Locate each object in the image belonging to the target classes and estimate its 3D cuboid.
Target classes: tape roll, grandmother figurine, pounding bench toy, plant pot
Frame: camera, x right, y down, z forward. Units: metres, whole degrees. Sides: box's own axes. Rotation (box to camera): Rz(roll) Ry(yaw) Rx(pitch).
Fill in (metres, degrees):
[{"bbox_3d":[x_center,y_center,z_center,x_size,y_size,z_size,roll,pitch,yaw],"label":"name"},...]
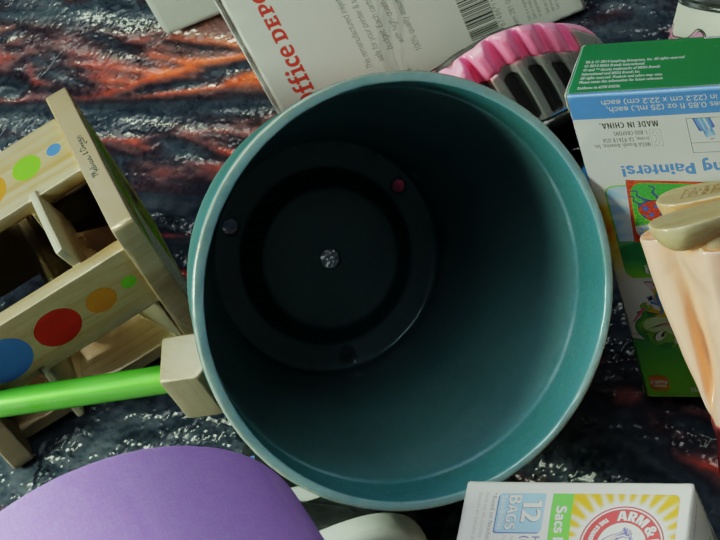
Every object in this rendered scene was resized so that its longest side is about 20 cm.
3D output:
[{"bbox_3d":[-0.098,0.173,0.859,0.199,0.201,0.066,-35,49,-5],"label":"tape roll"},{"bbox_3d":[0.174,0.063,0.894,0.060,0.202,0.121,-8,15,25],"label":"grandmother figurine"},{"bbox_3d":[-0.175,0.033,1.099,0.155,0.125,0.200,-31,48,-2],"label":"pounding bench toy"},{"bbox_3d":[0.000,0.000,0.987,0.200,0.201,0.188,-37,13,-7],"label":"plant pot"}]

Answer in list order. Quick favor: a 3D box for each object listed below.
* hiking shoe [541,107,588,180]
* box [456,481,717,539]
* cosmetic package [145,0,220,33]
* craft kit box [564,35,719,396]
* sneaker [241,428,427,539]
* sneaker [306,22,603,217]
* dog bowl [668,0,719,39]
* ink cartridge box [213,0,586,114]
[{"bbox_3d":[0.156,-0.059,1.049,0.199,0.087,0.075,-17,49,11],"label":"hiking shoe"},{"bbox_3d":[0.094,0.202,0.864,0.112,0.102,0.201,-3,54,22],"label":"box"},{"bbox_3d":[-0.078,-0.293,1.282,0.199,0.165,0.166,-20,48,8],"label":"cosmetic package"},{"bbox_3d":[0.213,-0.022,0.920,0.198,0.198,0.049,-1,40,23],"label":"craft kit box"},{"bbox_3d":[-0.073,0.136,0.994,0.198,0.074,0.112,-8,32,-10],"label":"sneaker"},{"bbox_3d":[0.048,-0.089,1.137,0.199,0.080,0.095,-25,15,-10],"label":"sneaker"},{"bbox_3d":[0.247,-0.122,0.991,0.198,0.074,0.200,1,13,0],"label":"dog bowl"},{"bbox_3d":[0.016,-0.190,1.173,0.199,0.146,0.085,-21,47,7],"label":"ink cartridge box"}]
